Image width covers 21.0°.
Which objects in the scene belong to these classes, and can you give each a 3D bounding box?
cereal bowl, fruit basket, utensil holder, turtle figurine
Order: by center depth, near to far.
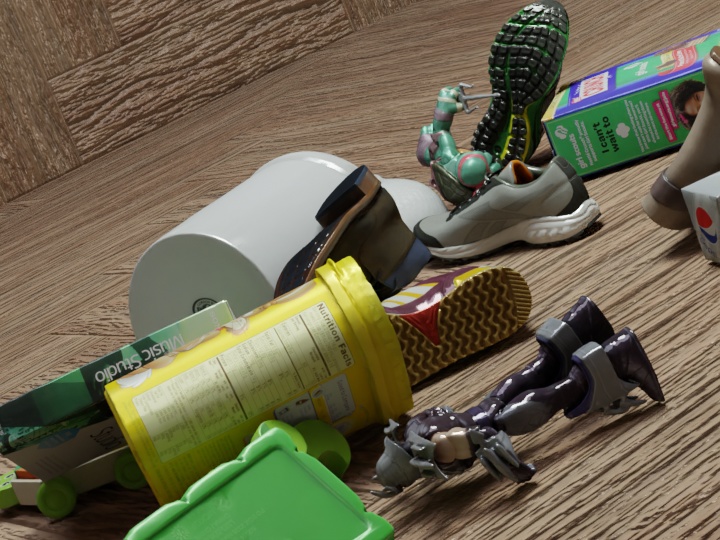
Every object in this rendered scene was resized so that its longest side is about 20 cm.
[{"bbox_3d":[-0.094,0.204,1.062,0.216,0.155,0.216,-43,-21,-21],"label":"fruit basket"},{"bbox_3d":[-0.079,0.007,1.655,0.169,0.171,0.200,-13,12,33],"label":"utensil holder"},{"bbox_3d":[-0.009,-0.041,1.947,0.199,0.084,0.200,-20,13,5],"label":"cereal bowl"},{"bbox_3d":[0.113,-0.111,1.948,0.101,0.150,0.200,-40,6,-5],"label":"turtle figurine"}]

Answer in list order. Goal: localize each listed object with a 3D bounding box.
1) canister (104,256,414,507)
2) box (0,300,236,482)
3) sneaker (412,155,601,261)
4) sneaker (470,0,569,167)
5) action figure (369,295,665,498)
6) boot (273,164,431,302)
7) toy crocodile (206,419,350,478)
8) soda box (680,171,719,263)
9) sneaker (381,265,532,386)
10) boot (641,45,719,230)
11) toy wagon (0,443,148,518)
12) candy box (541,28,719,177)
[{"bbox_3d":[-0.072,0.090,1.400,0.199,0.087,0.149,-27,-31,-8],"label":"canister"},{"bbox_3d":[-0.175,0.094,1.478,0.199,0.036,0.144,-27,-16,-2],"label":"box"},{"bbox_3d":[0.130,-0.061,1.808,0.200,0.080,0.074,-13,17,40],"label":"sneaker"},{"bbox_3d":[0.175,-0.199,2.078,0.078,0.201,0.085,27,29,16],"label":"sneaker"},{"bbox_3d":[0.093,0.097,1.271,0.199,0.070,0.130,-29,21,-11],"label":"action figure"},{"bbox_3d":[0.000,0.000,1.553,0.075,0.097,0.200,-37,15,37],"label":"boot"},{"bbox_3d":[-0.073,0.159,1.308,0.068,0.062,0.200,-60,-10,31],"label":"toy crocodile"},{"bbox_3d":[0.355,-0.071,1.511,0.199,0.064,0.068,-25,13,-11],"label":"soda box"},{"bbox_3d":[0.037,0.052,1.547,0.199,0.075,0.090,-18,3,-9],"label":"sneaker"},{"bbox_3d":[0.280,-0.096,1.552,0.146,0.070,0.200,-47,-31,19],"label":"boot"},{"bbox_3d":[-0.232,0.157,1.612,0.199,0.040,0.155,-21,13,5],"label":"toy wagon"},{"bbox_3d":[0.296,-0.171,1.982,0.199,0.077,0.169,-20,13,17],"label":"candy box"}]
